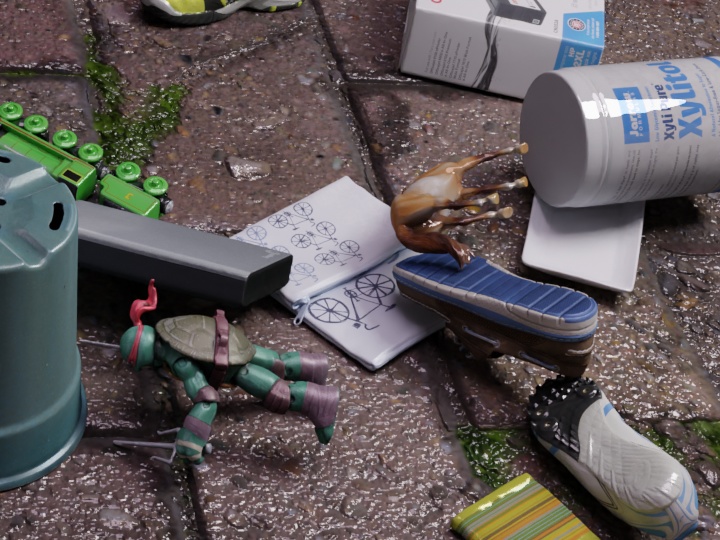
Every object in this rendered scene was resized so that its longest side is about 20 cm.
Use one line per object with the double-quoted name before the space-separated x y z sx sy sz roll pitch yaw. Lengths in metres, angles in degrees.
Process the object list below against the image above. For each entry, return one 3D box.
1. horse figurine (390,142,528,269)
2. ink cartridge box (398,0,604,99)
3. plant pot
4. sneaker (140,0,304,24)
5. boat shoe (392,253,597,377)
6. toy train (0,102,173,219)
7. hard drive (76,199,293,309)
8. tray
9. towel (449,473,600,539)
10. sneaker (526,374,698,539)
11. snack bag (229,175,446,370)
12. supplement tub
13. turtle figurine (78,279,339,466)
"horse figurine" 0.076 -0.059 1.768 0.131 0.050 0.200 -12 21 21
"ink cartridge box" 0.148 -0.255 2.082 0.198 0.084 0.146 12 38 -2
"plant pot" -0.293 0.028 1.499 0.198 0.197 0.201 9 38 -7
"sneaker" -0.140 -0.308 2.067 0.199 0.077 0.075 -17 49 -32
"boat shoe" 0.107 0.041 1.687 0.199 0.073 0.072 20 32 37
"toy train" -0.258 -0.090 1.788 0.199 0.042 0.056 27 50 16
"hard drive" -0.168 -0.015 1.665 0.198 0.033 0.140 15 10 12
"tray" 0.211 -0.045 1.889 0.106 0.022 0.201 16 37 1
"towel" 0.162 0.237 1.524 0.086 0.018 0.200 -26 53 -32
"sneaker" 0.199 0.151 1.614 0.072 0.073 0.200 -33 39 -10
"snack bag" 0.000 0.000 1.767 0.199 0.022 0.188 36 43 27
"supplement tub" 0.265 -0.131 1.889 0.198 0.133 0.132 -7 42 -25
"turtle figurine" -0.120 0.083 1.570 0.198 0.101 0.150 11 37 -13
